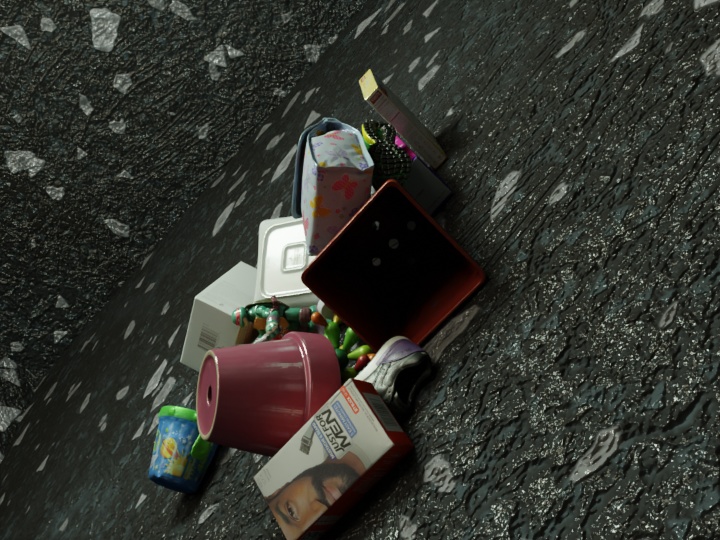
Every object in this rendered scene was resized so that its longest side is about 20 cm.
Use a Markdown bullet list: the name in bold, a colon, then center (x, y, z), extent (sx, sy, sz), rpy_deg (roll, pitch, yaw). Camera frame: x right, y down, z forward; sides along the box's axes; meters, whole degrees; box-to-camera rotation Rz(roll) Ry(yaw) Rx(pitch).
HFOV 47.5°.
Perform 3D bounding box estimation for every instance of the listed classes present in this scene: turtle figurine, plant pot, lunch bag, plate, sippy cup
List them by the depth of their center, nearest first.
- **plant pot**: center (-0.144, 0.189, 1.216), extent (0.199, 0.175, 0.206), rpy_deg (-25, 63, 61)
- **plant pot**: center (0.049, -0.018, 1.250), extent (0.200, 0.200, 0.177), rpy_deg (-44, 11, 14)
- **lunch bag**: center (-0.052, -0.144, 1.395), extent (0.202, 0.124, 0.173), rpy_deg (-104, 18, -56)
- **turtle figurine**: center (-0.150, 0.095, 1.420), extent (0.150, 0.195, 0.103), rpy_deg (128, 139, -71)
- **plate**: center (-0.115, -0.019, 1.504), extent (0.195, 0.032, 0.205), rpy_deg (-9, 66, 24)
- **sippy cup**: center (-0.335, 0.343, 1.546), extent (0.179, 0.136, 0.133), rpy_deg (87, -164, -62)

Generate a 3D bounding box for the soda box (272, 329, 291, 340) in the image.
- **soda box**: center (-0.123, 0.075, 1.581), extent (0.202, 0.068, 0.064), rpy_deg (-86, 17, -56)

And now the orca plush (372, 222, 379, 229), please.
- **orca plush**: center (-0.029, -0.055, 1.616), extent (0.202, 0.071, 0.105), rpy_deg (-57, 22, -14)

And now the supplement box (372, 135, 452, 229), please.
- **supplement box**: center (0.082, -0.165, 1.524), extent (0.101, 0.103, 0.201), rpy_deg (-47, 20, 8)

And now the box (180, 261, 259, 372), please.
- **box**: center (-0.252, 0.100, 1.625), extent (0.200, 0.104, 0.155), rpy_deg (-47, -22, -61)

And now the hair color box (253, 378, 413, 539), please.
- **hair color box**: center (-0.038, 0.254, 1.083), extent (0.200, 0.064, 0.111), rpy_deg (-47, 59, 14)

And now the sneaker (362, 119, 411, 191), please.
- **sneaker**: center (0.039, -0.181, 1.425), extent (0.202, 0.076, 0.087), rpy_deg (-99, 17, -53)

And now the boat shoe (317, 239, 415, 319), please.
- **boat shoe**: center (-0.001, -0.003, 1.398), extent (0.201, 0.075, 0.086), rpy_deg (-39, 47, -3)

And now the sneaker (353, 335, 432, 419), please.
- **sneaker**: center (0.022, 0.184, 1.132), extent (0.202, 0.075, 0.087), rpy_deg (-54, 27, -6)

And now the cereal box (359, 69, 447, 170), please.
- **cereal box**: center (0.081, -0.296, 1.598), extent (0.039, 0.199, 0.145), rpy_deg (-43, 22, 15)

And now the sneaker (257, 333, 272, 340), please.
- **sneaker**: center (-0.197, 0.177, 1.579), extent (0.114, 0.080, 0.202), rpy_deg (-35, 28, 32)

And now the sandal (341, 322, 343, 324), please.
- **sandal**: center (-0.021, 0.049, 1.472), extent (0.199, 0.043, 0.077), rpy_deg (-41, 23, 26)

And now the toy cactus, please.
- **toy cactus**: center (-0.051, 0.160, 1.313), extent (0.167, 0.101, 0.200), rpy_deg (-59, 29, 5)
